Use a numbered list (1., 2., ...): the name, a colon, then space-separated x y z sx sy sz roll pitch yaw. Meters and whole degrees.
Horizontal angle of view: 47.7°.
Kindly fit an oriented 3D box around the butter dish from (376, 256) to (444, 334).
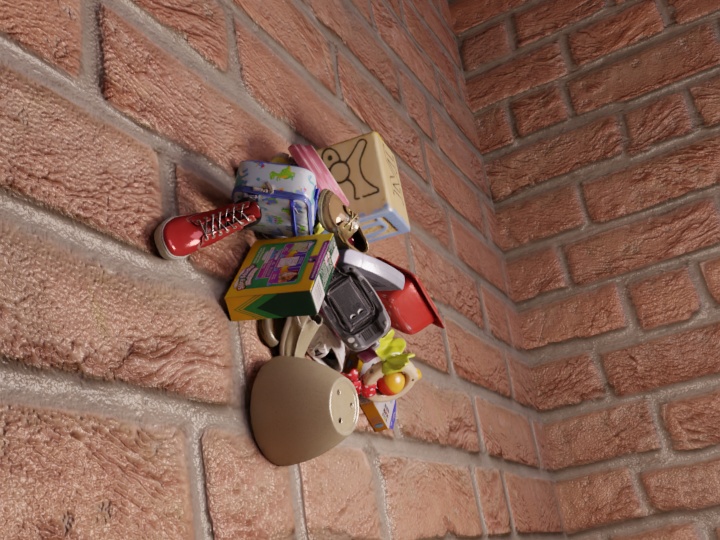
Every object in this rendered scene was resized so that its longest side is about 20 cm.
1. butter dish: 0.089 0.090 2.082 0.199 0.147 0.201 29 -25 56

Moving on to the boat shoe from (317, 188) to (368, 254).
1. boat shoe: -0.032 -0.098 1.678 0.075 0.065 0.201 -69 153 -22

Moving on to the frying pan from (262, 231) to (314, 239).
1. frying pan: -0.129 -0.072 1.702 0.188 0.031 0.116 29 34 -4

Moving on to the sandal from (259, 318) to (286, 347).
1. sandal: -0.160 0.059 1.625 0.080 0.053 0.203 49 32 -43

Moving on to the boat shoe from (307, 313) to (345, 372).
1. boat shoe: -0.085 0.151 1.706 0.200 0.073 0.066 45 30 -45

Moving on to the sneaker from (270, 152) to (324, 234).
1. sneaker: -0.150 -0.157 1.792 0.202 0.077 0.090 56 25 -9

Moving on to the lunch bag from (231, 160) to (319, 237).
1. lunch bag: -0.159 -0.132 1.556 0.200 0.157 0.084 101 -3 -70

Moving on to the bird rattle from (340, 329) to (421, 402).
1. bird rattle: 0.049 0.244 1.791 0.162 0.200 0.113 33 14 -40

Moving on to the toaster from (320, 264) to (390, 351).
1. toaster: -0.021 0.077 1.697 0.201 0.113 0.129 55 -6 9

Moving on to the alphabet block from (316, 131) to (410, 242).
1. alphabet block: -0.005 -0.187 1.963 0.196 0.192 0.204 39 39 -71

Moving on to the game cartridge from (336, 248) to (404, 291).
1. game cartridge: 0.000 0.000 1.767 0.198 0.132 0.042 25 74 -43

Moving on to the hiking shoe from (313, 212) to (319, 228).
1. hiking shoe: -0.167 -0.163 1.703 0.199 0.076 0.101 37 25 -11

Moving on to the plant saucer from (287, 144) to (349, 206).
1. plant saucer: -0.084 -0.195 1.770 0.202 0.050 0.201 57 2 -2

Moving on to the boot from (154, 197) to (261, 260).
1. boot: -0.253 -0.080 1.399 0.074 0.142 0.200 70 24 -7

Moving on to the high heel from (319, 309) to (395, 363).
1. high heel: -0.014 0.130 1.815 0.200 0.095 0.068 43 31 -21

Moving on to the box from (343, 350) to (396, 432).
1. box: 0.028 0.281 1.917 0.202 0.041 0.120 64 24 -24

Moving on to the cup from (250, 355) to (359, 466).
1. cup: -0.086 0.253 1.492 0.199 0.141 0.205 22 64 -56

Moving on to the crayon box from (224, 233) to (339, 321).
1. crayon box: -0.144 0.011 1.536 0.201 0.169 0.059 -72 151 -55

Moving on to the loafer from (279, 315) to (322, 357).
1. loafer: -0.112 0.110 1.600 0.076 0.067 0.205 -17 115 -74
